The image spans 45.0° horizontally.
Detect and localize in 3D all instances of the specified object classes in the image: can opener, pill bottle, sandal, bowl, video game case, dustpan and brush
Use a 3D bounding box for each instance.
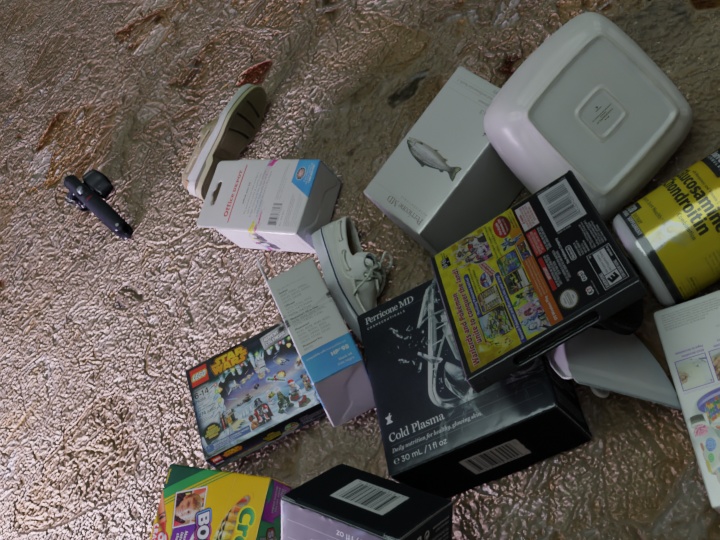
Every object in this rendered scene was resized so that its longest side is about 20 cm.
[{"bbox_3d":[-0.453,-0.115,1.497,0.079,0.063,0.199,-50,50,1],"label":"can opener"},{"bbox_3d":[0.368,-0.059,0.887,0.198,0.112,0.113,-34,52,14],"label":"pill bottle"},{"bbox_3d":[0.252,0.027,0.894,0.075,0.200,0.048,43,116,5],"label":"sandal"},{"bbox_3d":[0.258,-0.168,0.969,0.200,0.075,0.200,45,91,-1],"label":"bowl"},{"bbox_3d":[0.164,0.004,0.858,0.179,0.026,0.202,-32,33,14],"label":"video game case"},{"bbox_3d":[0.242,0.072,0.920,0.202,0.137,0.058,-95,27,-48],"label":"dustpan and brush"}]

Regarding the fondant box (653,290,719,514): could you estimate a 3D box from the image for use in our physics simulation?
[{"bbox_3d":[0.380,0.115,0.827,0.142,0.058,0.204,-21,56,23],"label":"fondant box"}]

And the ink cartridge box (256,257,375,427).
[{"bbox_3d":[-0.053,0.071,1.057,0.066,0.117,0.202,-25,55,-4],"label":"ink cartridge box"}]

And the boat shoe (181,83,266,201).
[{"bbox_3d":[-0.223,-0.212,1.385,0.068,0.075,0.203,25,83,33],"label":"boat shoe"}]

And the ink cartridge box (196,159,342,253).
[{"bbox_3d":[-0.135,-0.096,1.271,0.196,0.068,0.118,5,70,35],"label":"ink cartridge box"}]

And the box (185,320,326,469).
[{"bbox_3d":[-0.124,0.151,1.131,0.197,0.040,0.139,-27,53,4],"label":"box"}]

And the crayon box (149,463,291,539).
[{"bbox_3d":[-0.188,0.355,1.083,0.169,0.058,0.204,-2,65,33],"label":"crayon box"}]

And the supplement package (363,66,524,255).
[{"bbox_3d":[0.122,-0.125,1.082,0.116,0.117,0.201,38,90,38],"label":"supplement package"}]

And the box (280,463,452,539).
[{"bbox_3d":[0.005,0.325,0.884,0.146,0.106,0.205,8,104,36],"label":"box"}]

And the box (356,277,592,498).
[{"bbox_3d":[0.120,0.116,0.960,0.197,0.124,0.200,-27,52,19],"label":"box"}]

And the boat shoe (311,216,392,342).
[{"bbox_3d":[0.002,0.002,1.135,0.085,0.075,0.204,-33,43,11],"label":"boat shoe"}]
